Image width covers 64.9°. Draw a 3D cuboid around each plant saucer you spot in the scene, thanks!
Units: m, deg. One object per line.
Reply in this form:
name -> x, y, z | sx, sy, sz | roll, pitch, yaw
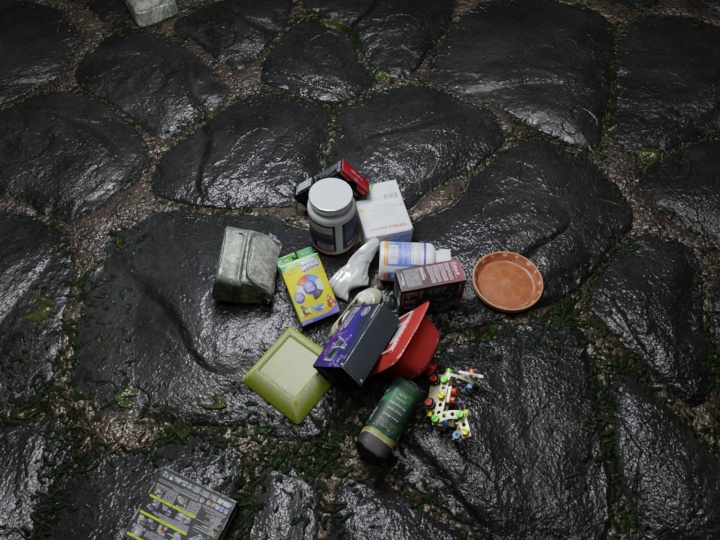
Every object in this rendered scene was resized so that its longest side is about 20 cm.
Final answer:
plant saucer -> 0.418, 0.034, 1.617 | 0.198, 0.032, 0.202 | 0, 55, -1
plant saucer -> -0.173, 0.255, 1.456 | 0.199, 0.048, 0.200 | 32, 61, 19

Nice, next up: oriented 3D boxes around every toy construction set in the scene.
toy construction set -> 0.229, 0.316, 1.386 | 0.130, 0.093, 0.201 | -1, 43, 30

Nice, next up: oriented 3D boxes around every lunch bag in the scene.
lunch bag -> -0.314, -0.011, 1.583 | 0.166, 0.140, 0.202 | 12, 56, -14
lunch bag -> -0.871, -1.134, 2.338 | 0.199, 0.168, 0.140 | -29, 60, -19

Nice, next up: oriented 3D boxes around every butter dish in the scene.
butter dish -> 0.130, 0.209, 1.430 | 0.147, 0.199, 0.201 | 38, 59, -6

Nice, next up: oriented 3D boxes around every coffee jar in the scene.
coffee jar -> 0.066, 0.359, 1.349 | 0.085, 0.105, 0.201 | 32, 60, 7

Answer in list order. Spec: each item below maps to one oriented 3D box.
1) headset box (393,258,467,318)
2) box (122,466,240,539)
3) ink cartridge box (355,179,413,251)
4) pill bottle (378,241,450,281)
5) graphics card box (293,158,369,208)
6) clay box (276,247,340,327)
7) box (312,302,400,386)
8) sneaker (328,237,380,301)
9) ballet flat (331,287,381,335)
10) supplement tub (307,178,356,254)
headset box -> 0.194, 0.051, 1.534 | 0.198, 0.149, 0.076 | -10, 56, -6
box -> -0.394, 0.554, 1.254 | 0.198, 0.044, 0.161 | 19, 58, 13
ink cartridge box -> 0.065, -0.164, 1.720 | 0.144, 0.088, 0.201 | -12, 55, -7
pill bottle -> 0.152, -0.023, 1.608 | 0.198, 0.112, 0.113 | 3, 55, 1
graphics card box -> -0.088, -0.242, 1.694 | 0.199, 0.125, 0.051 | -25, 49, 32
clay box -> -0.146, 0.041, 1.553 | 0.114, 0.048, 0.202 | -22, 86, -14
box -> -0.010, 0.183, 1.413 | 0.141, 0.079, 0.201 | -9, 40, 52
sneaker -> 0.000, 0.000, 1.613 | 0.088, 0.075, 0.200 | 42, 85, 7
ballet flat -> -0.007, 0.109, 1.545 | 0.069, 0.070, 0.200 | 30, 60, 19
supplement tub -> -0.082, -0.154, 1.644 | 0.139, 0.201, 0.141 | 0, 55, 0
